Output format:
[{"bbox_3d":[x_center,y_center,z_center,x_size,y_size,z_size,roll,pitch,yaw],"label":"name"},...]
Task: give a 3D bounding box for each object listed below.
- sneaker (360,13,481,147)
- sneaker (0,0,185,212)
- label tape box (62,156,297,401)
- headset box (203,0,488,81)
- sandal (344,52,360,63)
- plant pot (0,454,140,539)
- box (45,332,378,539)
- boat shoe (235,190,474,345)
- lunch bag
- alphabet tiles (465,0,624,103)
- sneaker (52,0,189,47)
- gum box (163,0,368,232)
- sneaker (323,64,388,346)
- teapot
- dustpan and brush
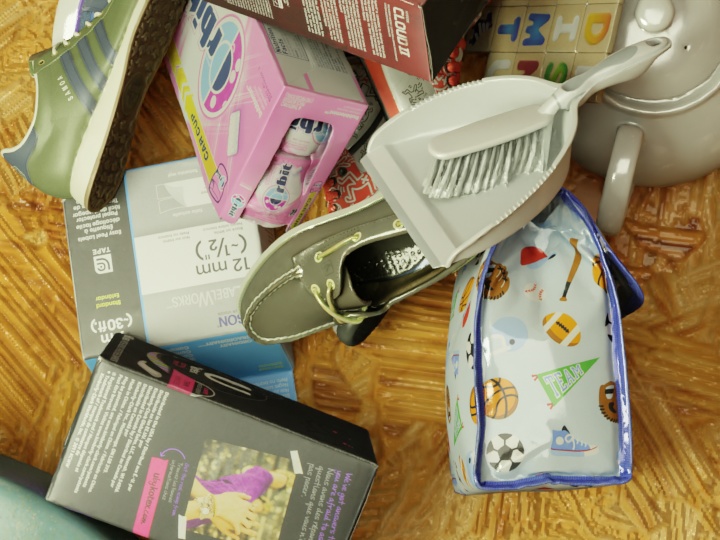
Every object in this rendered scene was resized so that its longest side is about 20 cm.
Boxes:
[{"bbox_3d":[0.053,-0.159,1.196,0.108,0.067,0.202,-24,73,2],"label":"sneaker"},{"bbox_3d":[-0.196,-0.149,1.234,0.090,0.067,0.200,19,89,14],"label":"sneaker"},{"bbox_3d":[-0.131,0.022,1.263,0.143,0.066,0.200,-10,79,7],"label":"label tape box"},{"bbox_3d":[0.010,-0.220,1.128,0.200,0.077,0.149,23,62,23],"label":"headset box"},{"bbox_3d":[0.034,-0.208,1.277,0.202,0.050,0.083,-11,80,7],"label":"sandal"},{"bbox_3d":[-0.263,0.224,1.195,0.200,0.196,0.197,13,84,3],"label":"plant pot"},{"bbox_3d":[-0.099,0.131,1.182,0.200,0.122,0.106,22,95,-5],"label":"box"},{"bbox_3d":[-0.002,-0.002,1.157,0.202,0.072,0.060,-30,34,21],"label":"boat shoe"},{"bbox_3d":[0.118,0.049,1.162,0.124,0.170,0.200,-2,81,-5],"label":"lunch bag"},{"bbox_3d":[0.126,-0.182,1.185,0.008,0.167,0.200,14,89,-32],"label":"alphabet tiles"},{"bbox_3d":[-0.130,-0.213,1.287,0.146,0.081,0.200,20,80,15],"label":"sneaker"},{"bbox_3d":[-0.069,-0.130,1.201,0.114,0.066,0.200,-60,35,32],"label":"gum box"},{"bbox_3d":[-0.006,-0.052,1.254,0.108,0.067,0.202,22,82,12],"label":"sneaker"},{"bbox_3d":[0.202,-0.153,1.195,0.197,0.146,0.200,-31,79,4],"label":"teapot"},{"bbox_3d":[0.109,-0.093,1.090,0.200,0.057,0.140,-22,42,-10],"label":"dustpan and brush"}]
